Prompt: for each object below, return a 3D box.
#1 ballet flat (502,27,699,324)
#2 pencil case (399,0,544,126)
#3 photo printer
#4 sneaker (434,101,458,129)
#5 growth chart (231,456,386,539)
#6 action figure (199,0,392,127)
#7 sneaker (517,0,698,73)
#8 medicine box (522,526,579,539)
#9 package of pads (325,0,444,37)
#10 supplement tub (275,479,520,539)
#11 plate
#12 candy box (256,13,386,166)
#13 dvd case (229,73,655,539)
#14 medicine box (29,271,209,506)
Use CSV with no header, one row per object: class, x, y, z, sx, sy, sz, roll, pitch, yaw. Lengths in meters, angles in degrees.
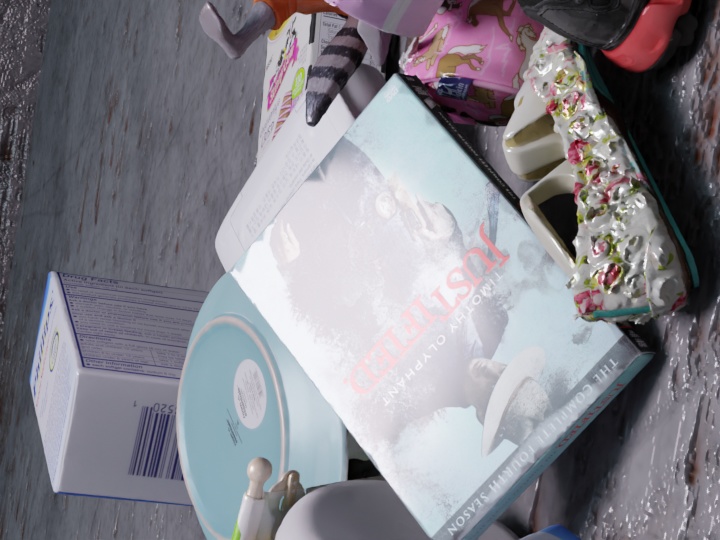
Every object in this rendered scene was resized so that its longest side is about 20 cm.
ballet flat,0.103,-0.052,0.834,0.201,0.063,0.076,-104,-10,-48
pencil case,0.076,-0.182,0.946,0.082,0.086,0.202,-1,79,54
photo printer,0.000,0.000,1.049,0.167,0.069,0.201,-55,46,30
sneaker,0.036,0.002,0.916,0.075,0.076,0.202,100,155,-79
growth chart,-0.018,0.171,0.976,0.018,0.199,0.146,26,101,34
action figure,-0.018,-0.173,1.066,0.199,0.194,0.105,-6,116,35
sneaker,0.119,-0.199,0.818,0.071,0.097,0.202,-167,86,-73
medicine box,0.036,0.224,0.692,0.103,0.199,0.184,32,117,32
package of pads,0.031,-0.231,0.888,0.201,0.075,0.121,-59,45,18
supplement tub,0.007,0.227,0.901,0.145,0.143,0.202,-126,47,-64
plate,-0.070,0.096,1.050,0.200,0.025,0.202,2,92,58
candy box,-0.031,-0.101,1.247,0.136,0.060,0.202,136,142,-64
dvd case,0.034,0.020,0.873,0.146,0.022,0.200,-48,64,19
medicine box,-0.152,0.091,1.355,0.200,0.180,0.104,-126,47,-64
